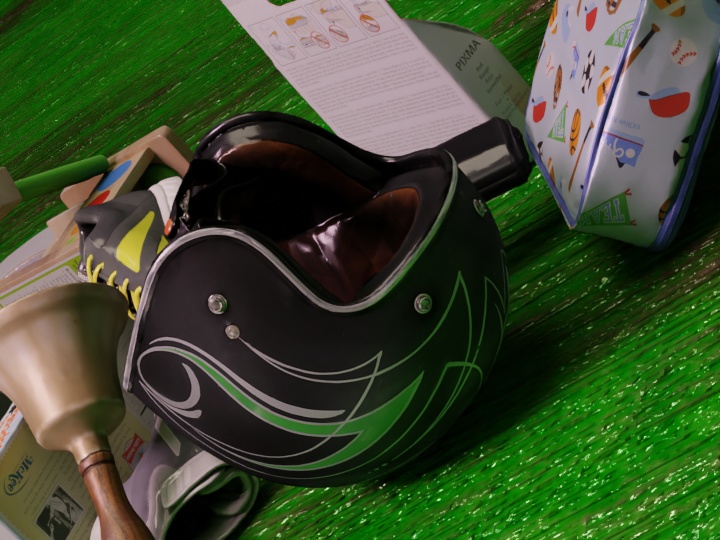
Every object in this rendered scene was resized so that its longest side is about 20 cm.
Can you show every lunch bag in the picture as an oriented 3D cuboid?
[{"bbox_3d":[0.148,-0.104,1.204,0.200,0.075,0.161,-100,21,-68],"label":"lunch bag"}]

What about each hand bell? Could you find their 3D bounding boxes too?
[{"bbox_3d":[-0.147,0.118,1.227,0.104,0.104,0.201,-34,64,17],"label":"hand bell"}]

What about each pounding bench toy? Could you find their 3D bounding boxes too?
[{"bbox_3d":[-0.187,-0.031,1.561,0.124,0.200,0.156,-25,25,38],"label":"pounding bench toy"}]

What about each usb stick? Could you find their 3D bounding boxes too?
[{"bbox_3d":[0.010,-0.032,1.283,0.199,0.033,0.056,-26,40,9],"label":"usb stick"}]

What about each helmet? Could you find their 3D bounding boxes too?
[{"bbox_3d":[-0.018,0.020,1.155,0.200,0.189,0.202,-163,90,-87],"label":"helmet"}]

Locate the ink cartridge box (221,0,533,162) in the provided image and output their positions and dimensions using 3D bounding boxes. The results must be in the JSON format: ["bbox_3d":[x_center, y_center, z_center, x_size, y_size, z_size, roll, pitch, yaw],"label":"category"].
[{"bbox_3d":[0.014,-0.142,1.419,0.050,0.200,0.162,-50,22,-27],"label":"ink cartridge box"}]

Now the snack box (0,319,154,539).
[{"bbox_3d":[-0.168,0.115,1.338,0.037,0.116,0.201,-30,22,38],"label":"snack box"}]

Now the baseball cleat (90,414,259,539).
[{"bbox_3d":[-0.091,0.110,1.305,0.106,0.070,0.201,-14,41,38],"label":"baseball cleat"}]

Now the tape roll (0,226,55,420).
[{"bbox_3d":[-0.271,0.042,1.766,0.200,0.066,0.201,-35,20,15],"label":"tape roll"}]

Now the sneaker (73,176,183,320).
[{"bbox_3d":[-0.131,0.012,1.336,0.084,0.075,0.200,-12,29,-9],"label":"sneaker"}]
